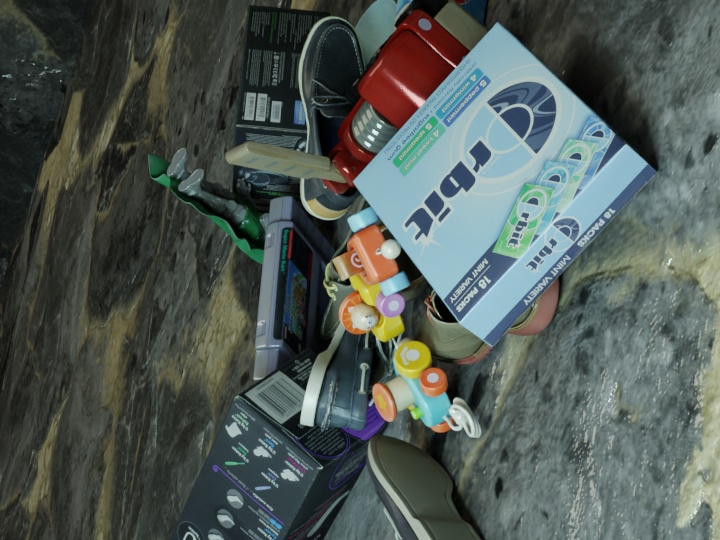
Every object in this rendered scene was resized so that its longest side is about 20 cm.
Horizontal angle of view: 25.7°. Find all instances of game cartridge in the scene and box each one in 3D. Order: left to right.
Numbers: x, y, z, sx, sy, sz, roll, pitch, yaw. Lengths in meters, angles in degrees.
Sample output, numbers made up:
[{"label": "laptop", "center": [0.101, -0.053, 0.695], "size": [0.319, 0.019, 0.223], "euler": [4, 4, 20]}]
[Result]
[{"label": "game cartridge", "center": [-0.062, 0.041, 1.568], "size": [0.130, 0.038, 0.201], "euler": [58, -149, -58]}]

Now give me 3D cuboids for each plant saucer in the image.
[{"label": "plant saucer", "center": [0.017, -0.172, 1.589], "size": [0.201, 0.039, 0.202], "euler": [-167, 90, -69]}]

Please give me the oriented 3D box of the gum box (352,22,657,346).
[{"label": "gum box", "center": [0.099, -0.068, 1.162], "size": [0.170, 0.045, 0.200], "euler": [-47, 41, 11]}]

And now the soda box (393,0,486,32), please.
[{"label": "soda box", "center": [0.079, -0.284, 1.451], "size": [0.068, 0.064, 0.201], "euler": [162, 119, -67]}]

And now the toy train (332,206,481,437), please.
[{"label": "toy train", "center": [0.022, 0.052, 1.263], "size": [0.200, 0.056, 0.150], "euler": [65, 171, -4]}]

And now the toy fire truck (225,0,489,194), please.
[{"label": "toy fire truck", "center": [0.003, -0.132, 1.333], "size": [0.200, 0.129, 0.176], "euler": [-49, 0, -35]}]

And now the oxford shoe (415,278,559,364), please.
[{"label": "oxford shoe", "center": [0.080, 0.027, 1.252], "size": [0.200, 0.075, 0.071], "euler": [144, 133, -62]}]

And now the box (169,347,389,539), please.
[{"label": "box", "center": [-0.076, 0.192, 1.460], "size": [0.122, 0.106, 0.200], "euler": [-30, -27, -51]}]

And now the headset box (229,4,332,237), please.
[{"label": "headset box", "center": [-0.086, -0.149, 1.686], "size": [0.200, 0.092, 0.175], "euler": [100, 174, -53]}]

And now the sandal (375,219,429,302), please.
[{"label": "sandal", "center": [0.039, -0.010, 1.373], "size": [0.055, 0.082, 0.200], "euler": [-37, 7, -31]}]

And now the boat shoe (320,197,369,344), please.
[{"label": "boat shoe", "center": [0.000, -0.002, 1.504], "size": [0.072, 0.060, 0.202], "euler": [-99, 29, -44]}]

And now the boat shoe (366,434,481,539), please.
[{"label": "boat shoe", "center": [0.042, 0.202, 1.261], "size": [0.063, 0.072, 0.200], "euler": [-67, 27, 19]}]

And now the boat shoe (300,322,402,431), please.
[{"label": "boat shoe", "center": [-0.002, 0.082, 1.384], "size": [0.200, 0.062, 0.075], "euler": [-58, -17, -70]}]

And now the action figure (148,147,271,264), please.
[{"label": "action figure", "center": [-0.118, -0.053, 1.600], "size": [0.055, 0.200, 0.118], "euler": [-46, 47, 7]}]

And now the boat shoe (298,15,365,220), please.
[{"label": "boat shoe", "center": [-0.020, -0.150, 1.520], "size": [0.062, 0.074, 0.201], "euler": [-18, 66, 61]}]
